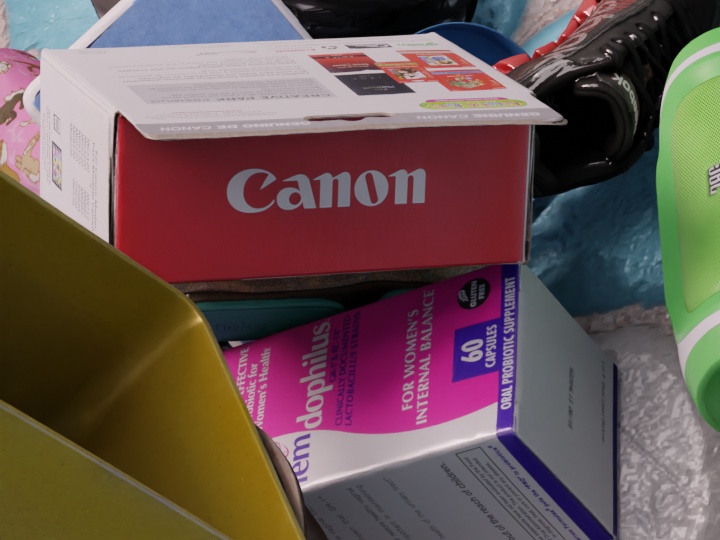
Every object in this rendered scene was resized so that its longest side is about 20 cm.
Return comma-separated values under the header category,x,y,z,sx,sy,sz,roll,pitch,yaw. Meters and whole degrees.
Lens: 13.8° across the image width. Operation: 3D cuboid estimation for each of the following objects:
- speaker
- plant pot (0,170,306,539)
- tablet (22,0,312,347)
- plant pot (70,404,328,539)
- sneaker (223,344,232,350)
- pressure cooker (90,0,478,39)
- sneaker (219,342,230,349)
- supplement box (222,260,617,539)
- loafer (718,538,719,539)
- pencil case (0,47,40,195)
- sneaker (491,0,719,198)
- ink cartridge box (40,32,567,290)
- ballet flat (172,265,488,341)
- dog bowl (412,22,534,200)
category,x,y,z,sx,sy,sz,roll,pitch,yaw
speaker,0.184,-0.020,1.369,0.088,0.089,0.201,-21,44,22
plant pot,-0.163,0.086,1.170,0.176,0.200,0.200,-45,38,14
tablet,-0.055,-0.052,1.451,0.130,0.200,0.014,-43,13,-8
plant pot,-0.060,0.195,1.278,0.199,0.198,0.201,-21,44,22
sneaker,-0.042,-0.010,1.558,0.200,0.073,0.115,-36,43,22
pressure cooker,-0.044,-0.166,1.610,0.176,0.179,0.200,-45,39,-10
sneaker,-0.116,0.024,1.477,0.089,0.200,0.079,-36,38,2
supplement box,0.011,0.086,1.396,0.199,0.103,0.102,-19,47,26
loafer,0.214,0.099,1.255,0.200,0.070,0.070,-53,46,-3
pencil case,-0.156,-0.050,1.578,0.082,0.087,0.200,-8,26,-35
sneaker,0.127,-0.096,1.467,0.200,0.071,0.098,-36,24,-21
ink cartridge box,-0.029,-0.047,1.332,0.199,0.085,0.176,-4,17,-19
ballet flat,0.000,0.000,1.432,0.068,0.199,0.068,121,151,-56
dog bowl,0.011,-0.039,1.510,0.200,0.111,0.050,-47,21,-7
